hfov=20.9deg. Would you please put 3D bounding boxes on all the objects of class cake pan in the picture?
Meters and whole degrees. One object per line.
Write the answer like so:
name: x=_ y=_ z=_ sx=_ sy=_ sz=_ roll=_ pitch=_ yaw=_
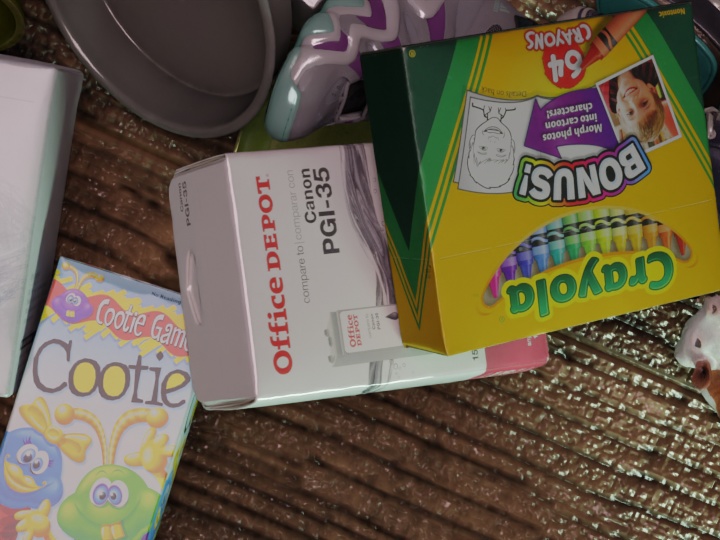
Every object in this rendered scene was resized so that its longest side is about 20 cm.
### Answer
cake pan: x=-0.120 y=-0.177 z=1.189 sx=0.200 sy=0.200 sz=0.037 roll=48 pitch=52 yaw=1

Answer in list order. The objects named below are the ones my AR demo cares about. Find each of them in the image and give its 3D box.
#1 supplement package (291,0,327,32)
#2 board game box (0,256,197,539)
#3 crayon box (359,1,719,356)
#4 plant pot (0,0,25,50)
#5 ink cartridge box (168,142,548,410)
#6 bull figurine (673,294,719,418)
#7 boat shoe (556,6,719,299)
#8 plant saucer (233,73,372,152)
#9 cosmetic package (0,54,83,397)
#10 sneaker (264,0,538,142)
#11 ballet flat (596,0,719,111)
supplement package: x=-0.002 y=-0.260 z=1.222 sx=0.117 sy=0.117 sz=0.200 roll=44 pitch=86 yaw=1
board game box: x=-0.161 y=0.104 z=1.201 sx=0.103 sy=0.105 sz=0.200 roll=17 pitch=87 yaw=-2
crayon box: x=0.109 y=-0.056 z=1.130 sx=0.200 sy=0.058 sz=0.173 roll=-12 pitch=97 yaw=-27
plant pot: x=-0.286 y=-0.257 z=1.186 sx=0.200 sy=0.200 sz=0.193 roll=9 pitch=77 yaw=-1
ink cartridge box: x=0.000 y=0.000 z=1.158 sx=0.200 sy=0.083 sz=0.147 roll=-6 pitch=87 yaw=-28
bull figurine: x=0.279 y=0.100 z=1.229 sx=0.121 sy=0.065 sz=0.200 roll=-19 pitch=94 yaw=23
boat shoe: x=0.204 y=-0.088 z=1.226 sx=0.093 sy=0.075 sz=0.200 roll=-25 pitch=96 yaw=30
plant saucer: x=0.016 y=-0.052 z=1.253 sx=0.200 sy=0.031 sz=0.200 roll=0 pitch=87 yaw=-3
cosmetic package: x=-0.287 y=-0.041 z=1.185 sx=0.199 sy=0.123 sz=0.200 roll=9 pitch=93 yaw=-1
sneaker: x=0.043 y=-0.117 z=1.173 sx=0.140 sy=0.078 sz=0.200 roll=34 pitch=53 yaw=10
ballet flat: x=0.240 y=-0.128 z=1.254 sx=0.200 sy=0.073 sz=0.073 roll=43 pitch=86 yaw=7
